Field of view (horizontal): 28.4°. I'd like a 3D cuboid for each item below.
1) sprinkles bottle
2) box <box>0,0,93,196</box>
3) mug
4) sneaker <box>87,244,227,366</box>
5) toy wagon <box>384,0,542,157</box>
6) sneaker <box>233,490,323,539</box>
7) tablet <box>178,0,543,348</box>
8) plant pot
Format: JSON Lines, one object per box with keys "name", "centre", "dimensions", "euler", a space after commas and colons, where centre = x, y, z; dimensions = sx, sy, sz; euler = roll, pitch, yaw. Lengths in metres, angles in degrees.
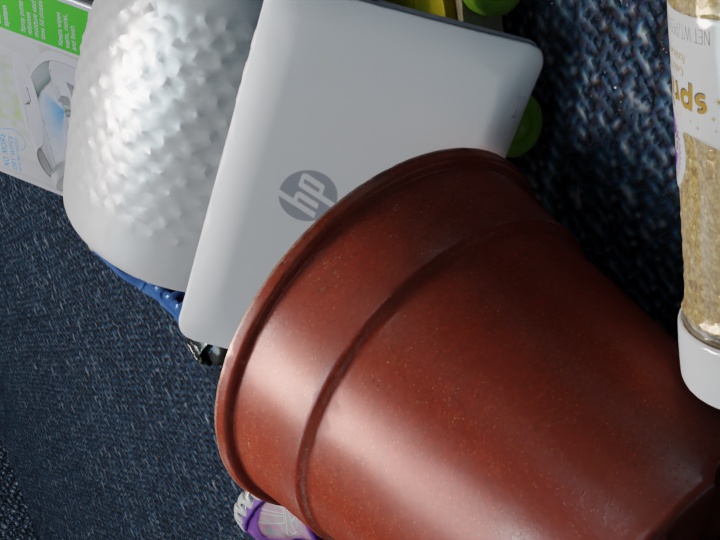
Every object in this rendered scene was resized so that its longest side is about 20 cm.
{"name": "sprinkles bottle", "centre": [0.142, -0.049, 0.498], "dimensions": [0.068, 0.068, 0.201], "euler": [32, 136, 55]}
{"name": "box", "centre": [-0.210, -0.156, 1.058], "dimensions": [0.176, 0.097, 0.201], "euler": [21, 139, 11]}
{"name": "mug", "centre": [-0.048, -0.089, 0.720], "dimensions": [0.199, 0.148, 0.176], "euler": [28, 129, 15]}
{"name": "sneaker", "centre": [-0.122, 0.009, 1.045], "dimensions": [0.111, 0.077, 0.200], "euler": [52, -176, 27]}
{"name": "toy wagon", "centre": [0.026, -0.141, 0.716], "dimensions": [0.155, 0.039, 0.201], "euler": [30, 135, 56]}
{"name": "sneaker", "centre": [-0.036, 0.177, 1.071], "dimensions": [0.089, 0.080, 0.200], "euler": [52, 151, 19]}
{"name": "tablet", "centre": [-0.005, -0.034, 0.679], "dimensions": [0.014, 0.129, 0.201], "euler": [-93, 19, -57]}
{"name": "plant pot", "centre": [0.073, 0.080, 0.624], "dimensions": [0.195, 0.200, 0.202], "euler": [40, 144, 36]}
